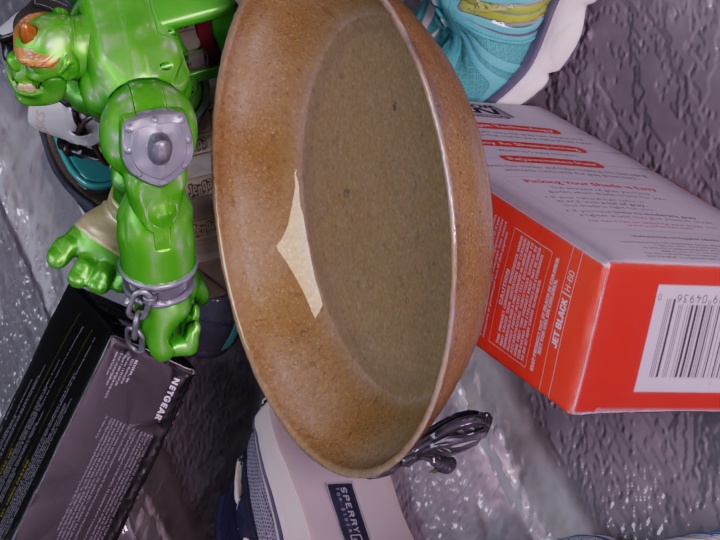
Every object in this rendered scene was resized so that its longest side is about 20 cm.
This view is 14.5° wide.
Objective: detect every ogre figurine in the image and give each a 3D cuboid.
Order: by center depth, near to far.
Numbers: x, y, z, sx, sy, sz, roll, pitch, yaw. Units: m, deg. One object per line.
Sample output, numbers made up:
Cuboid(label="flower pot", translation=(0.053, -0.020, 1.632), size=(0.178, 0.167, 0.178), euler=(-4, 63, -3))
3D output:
Cuboid(label="ogre figurine", translation=(-0.098, -0.077, 1.198), size=(0.120, 0.098, 0.201), euler=(99, 179, -56))

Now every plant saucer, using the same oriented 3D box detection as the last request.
Cuboid(label="plant saucer", translation=(0.000, -0.023, 1.072), size=(0.200, 0.035, 0.201), euler=(24, 118, 59))

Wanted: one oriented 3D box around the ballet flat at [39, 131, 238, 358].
Cuboid(label="ballet flat", translation=(-0.110, -0.027, 1.425), size=(0.200, 0.073, 0.073), euler=(51, 129, 40))

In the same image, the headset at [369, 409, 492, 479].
Cuboid(label="headset", translation=(0.000, 0.000, 1.214), size=(0.124, 0.094, 0.201), euler=(63, -164, -53))

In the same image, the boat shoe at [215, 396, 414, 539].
Cuboid(label="boat shoe", translation=(-0.015, 0.152, 1.255), size=(0.093, 0.074, 0.201), euler=(118, 149, -45))

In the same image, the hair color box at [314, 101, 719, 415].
Cuboid(label="hair color box", translation=(0.075, -0.009, 1.088), size=(0.200, 0.101, 0.062), euler=(38, 121, 55))

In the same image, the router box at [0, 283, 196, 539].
Cuboid(label="router box", translation=(-0.157, 0.115, 1.413), size=(0.201, 0.051, 0.149), euler=(-64, 17, 3))

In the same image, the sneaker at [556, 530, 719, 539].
Cuboid(label="sneaker", translation=(0.076, 0.133, 1.080), size=(0.200, 0.089, 0.079), euler=(-25, 64, 55))

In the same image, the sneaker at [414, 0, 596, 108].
Cuboid(label="sneaker", translation=(0.055, -0.131, 1.153), size=(0.200, 0.079, 0.078), euler=(-54, 44, 42))

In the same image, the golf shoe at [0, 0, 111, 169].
Cuboid(label="golf shoe", translation=(-0.108, -0.070, 1.376), size=(0.200, 0.094, 0.078), euler=(53, 159, 40))

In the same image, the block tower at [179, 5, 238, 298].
Cuboid(label="block tower", translation=(-0.072, -0.091, 1.299), size=(0.054, 0.058, 0.201), euler=(-12, 72, 13))

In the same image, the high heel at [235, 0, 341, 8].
Cuboid(label="high heel", translation=(0.021, -0.186, 1.144), size=(0.096, 0.067, 0.201), euler=(-12, 51, 55))
